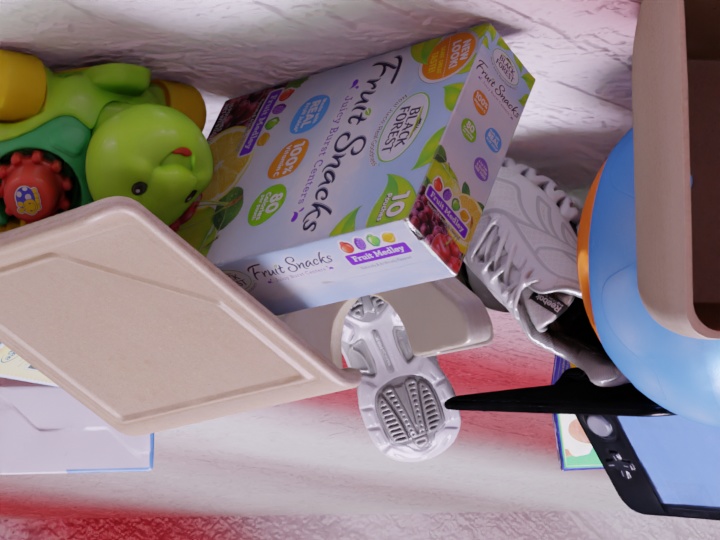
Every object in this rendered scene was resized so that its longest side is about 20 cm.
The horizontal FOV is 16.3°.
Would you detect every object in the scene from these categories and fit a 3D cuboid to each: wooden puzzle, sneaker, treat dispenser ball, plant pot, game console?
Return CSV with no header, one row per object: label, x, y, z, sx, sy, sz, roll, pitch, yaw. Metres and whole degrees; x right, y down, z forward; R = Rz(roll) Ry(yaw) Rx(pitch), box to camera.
wooden puzzle,-0.124,0.024,1.359,0.185,0.037,0.200,-15,140,43
sneaker,0.007,0.023,1.655,0.078,0.201,0.099,-14,-162,-2
treat dispenser ball,0.224,-0.009,1.441,0.200,0.202,0.201,-2,168,0
plant pot,0.228,-0.058,1.253,0.199,0.201,0.177,0,173,-11
game console,0.184,0.121,1.604,0.200,0.176,0.116,-1,-144,50
sneaker,0.109,-0.001,1.550,0.081,0.200,0.075,-27,151,-53

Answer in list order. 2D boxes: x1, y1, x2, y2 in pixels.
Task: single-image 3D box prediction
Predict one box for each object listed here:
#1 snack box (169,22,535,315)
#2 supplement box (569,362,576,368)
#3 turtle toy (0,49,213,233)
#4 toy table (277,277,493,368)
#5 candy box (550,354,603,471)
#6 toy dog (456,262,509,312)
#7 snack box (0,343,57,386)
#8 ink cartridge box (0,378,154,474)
snack box,-0.014,-0.048,1.356,0.200,0.143,0.053,-12,133,41
supplement box,0.237,0.067,1.762,0.109,0.109,0.200,-24,-154,-19
turtle toy,-0.155,-0.059,1.374,0.145,0.102,0.200,7,165,-39
toy table,0.000,0.000,1.497,0.183,0.118,0.200,-10,175,-30
candy box,0.255,0.076,1.943,0.199,0.077,0.169,-5,-151,13
toy dog,0.108,-0.021,1.695,0.131,0.097,0.200,-9,-179,3
snack box,-0.154,0.002,1.605,0.200,0.037,0.116,-40,152,21
ink cartridge box,-0.213,0.091,1.858,0.115,0.068,0.200,0,-168,-6
